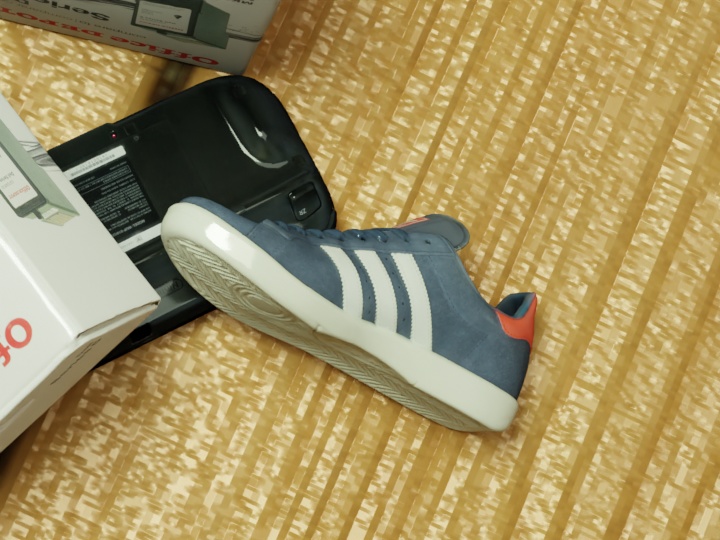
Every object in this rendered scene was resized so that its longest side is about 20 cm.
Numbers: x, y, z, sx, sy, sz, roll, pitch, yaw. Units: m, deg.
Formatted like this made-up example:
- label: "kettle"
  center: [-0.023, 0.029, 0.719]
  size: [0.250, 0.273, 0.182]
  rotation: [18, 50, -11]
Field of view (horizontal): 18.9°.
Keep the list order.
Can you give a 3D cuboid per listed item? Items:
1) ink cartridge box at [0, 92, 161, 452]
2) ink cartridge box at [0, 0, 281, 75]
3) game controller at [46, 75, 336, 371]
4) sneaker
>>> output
- label: "ink cartridge box"
  center: [-0.208, -0.012, 0.949]
  size: [0.145, 0.084, 0.200]
  rotation: [-41, 84, 23]
- label: "ink cartridge box"
  center: [-0.100, -0.163, 0.977]
  size: [0.145, 0.200, 0.085]
  rotation: [14, 80, -7]
- label: "game controller"
  center: [-0.113, -0.018, 1.034]
  size: [0.199, 0.042, 0.105]
  rotation: [-26, 70, -14]
- label: "sneaker"
  center: [0.000, 0.000, 1.014]
  size: [0.199, 0.075, 0.085]
  rotation: [31, 75, -27]
